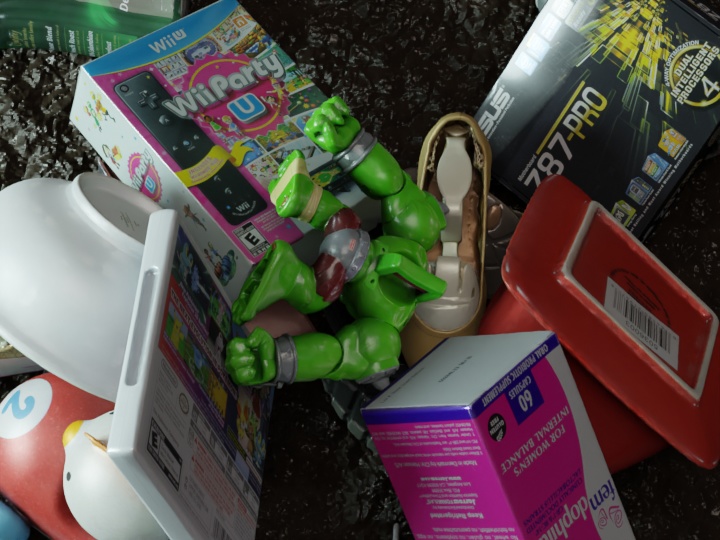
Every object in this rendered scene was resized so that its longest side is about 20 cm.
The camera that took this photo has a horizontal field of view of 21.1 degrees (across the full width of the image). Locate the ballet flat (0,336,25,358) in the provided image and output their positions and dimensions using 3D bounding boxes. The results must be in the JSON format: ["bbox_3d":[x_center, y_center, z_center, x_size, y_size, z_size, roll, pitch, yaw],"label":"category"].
[{"bbox_3d":[-0.309,0.038,1.344,0.199,0.065,0.071,-12,78,-8],"label":"ballet flat"}]

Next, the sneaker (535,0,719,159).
[{"bbox_3d":[0.215,-0.146,1.511,0.199,0.084,0.121,24,63,1],"label":"sneaker"}]

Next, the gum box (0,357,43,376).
[{"bbox_3d":[-0.333,0.026,1.414,0.199,0.066,0.114,-8,75,-8],"label":"gum box"}]

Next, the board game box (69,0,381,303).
[{"bbox_3d":[-0.093,-0.089,1.411,0.147,0.064,0.200,-31,69,-32],"label":"board game box"}]

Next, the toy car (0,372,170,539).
[{"bbox_3d":[-0.172,0.133,1.321,0.177,0.200,0.185,37,73,-2],"label":"toy car"}]

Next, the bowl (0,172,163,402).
[{"bbox_3d":[-0.176,-0.003,1.317,0.201,0.201,0.091,38,107,7],"label":"bowl"}]

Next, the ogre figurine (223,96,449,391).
[{"bbox_3d":[-0.011,-0.002,1.303,0.119,0.098,0.201,26,51,-18],"label":"ogre figurine"}]

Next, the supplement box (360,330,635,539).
[{"bbox_3d":[0.098,0.153,1.268,0.101,0.103,0.201,-37,112,-41],"label":"supplement box"}]

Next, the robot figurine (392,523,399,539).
[{"bbox_3d":[0.045,0.276,1.347,0.169,0.113,0.201,-12,70,-49],"label":"robot figurine"}]

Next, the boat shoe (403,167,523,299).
[{"bbox_3d":[0.106,-0.011,1.462,0.200,0.073,0.075,33,94,-4],"label":"boat shoe"}]

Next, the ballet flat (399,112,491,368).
[{"bbox_3d":[0.059,-0.018,1.376,0.068,0.063,0.201,3,76,0],"label":"ballet flat"}]

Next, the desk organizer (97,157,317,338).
[{"bbox_3d":[-0.114,-0.005,1.442,0.077,0.072,0.201,-28,78,-15],"label":"desk organizer"}]

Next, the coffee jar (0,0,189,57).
[{"bbox_3d":[-0.232,-0.215,1.488,0.199,0.085,0.105,3,73,-4],"label":"coffee jar"}]

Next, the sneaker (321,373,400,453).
[{"bbox_3d":[0.062,0.110,1.433,0.200,0.076,0.079,34,51,6],"label":"sneaker"}]

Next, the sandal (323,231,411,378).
[{"bbox_3d":[-0.001,0.000,1.432,0.076,0.043,0.200,-14,58,-36],"label":"sandal"}]

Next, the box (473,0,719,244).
[{"bbox_3d":[0.188,-0.126,1.446,0.161,0.049,0.200,41,118,15],"label":"box"}]

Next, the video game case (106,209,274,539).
[{"bbox_3d":[-0.105,0.092,1.254,0.023,0.200,0.183,-7,52,17],"label":"video game case"}]

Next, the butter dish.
[{"bbox_3d":[0.151,0.063,1.362,0.200,0.200,0.148,43,118,-6],"label":"butter dish"}]
